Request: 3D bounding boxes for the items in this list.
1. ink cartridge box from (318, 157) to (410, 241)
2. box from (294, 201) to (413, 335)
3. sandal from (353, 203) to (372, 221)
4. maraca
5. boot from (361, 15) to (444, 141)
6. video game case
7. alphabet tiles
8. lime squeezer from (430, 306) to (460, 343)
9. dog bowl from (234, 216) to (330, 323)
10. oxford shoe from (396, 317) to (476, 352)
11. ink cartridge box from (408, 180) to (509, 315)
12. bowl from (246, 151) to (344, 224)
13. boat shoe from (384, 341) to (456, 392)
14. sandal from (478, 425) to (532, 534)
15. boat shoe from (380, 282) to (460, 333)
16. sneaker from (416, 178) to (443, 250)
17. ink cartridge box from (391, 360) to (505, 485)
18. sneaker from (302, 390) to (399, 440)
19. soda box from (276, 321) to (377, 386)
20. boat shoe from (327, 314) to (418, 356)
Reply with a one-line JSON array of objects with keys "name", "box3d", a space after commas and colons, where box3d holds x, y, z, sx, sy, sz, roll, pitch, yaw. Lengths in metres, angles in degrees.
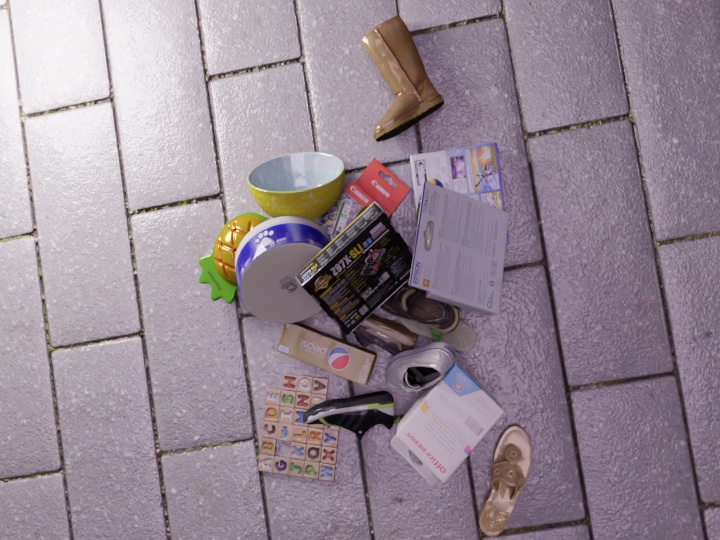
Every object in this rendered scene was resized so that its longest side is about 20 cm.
[{"name": "ink cartridge box", "box3d": [0.004, -0.120, 1.262, 0.108, 0.050, 0.202, 38, 93, 5]}, {"name": "box", "box3d": [0.000, 0.000, 1.139, 0.199, 0.049, 0.160, -42, 127, 0]}, {"name": "sandal", "box3d": [0.019, -0.031, 1.220, 0.076, 0.069, 0.218, 27, 114, 33]}, {"name": "maraca", "box3d": [-0.248, -0.025, 1.257, 0.199, 0.107, 0.138, -42, 78, 11]}, {"name": "boot", "box3d": [0.058, -0.388, 1.265, 0.172, 0.066, 0.204, -30, 86, -9]}, {"name": "video game case", "box3d": [0.197, -0.141, 1.247, 0.175, 0.045, 0.208, -7, 87, 7]}, {"name": "alphabet tiles", "box3d": [-0.123, 0.321, 1.279, 0.161, 0.008, 0.208, 6, 89, 6]}, {"name": "lime squeezer", "box3d": [0.177, 0.099, 1.183, 0.070, 0.038, 0.203, 35, 94, 12]}, {"name": "dog bowl", "box3d": [-0.141, 0.002, 1.186, 0.195, 0.202, 0.080, -25, 43, 3]}, {"name": "oxford shoe", "box3d": [0.143, 0.100, 1.238, 0.196, 0.058, 0.077, 29, 94, 12]}, {"name": "ink cartridge box", "box3d": [0.178, -0.039, 1.141, 0.194, 0.043, 0.203, 17, 73, -19]}, {"name": "bowl", "box3d": [-0.121, -0.147, 1.229, 0.193, 0.202, 0.111, -3, 121, 5]}, {"name": "boat shoe", "box3d": [0.100, 0.194, 1.175, 0.073, 0.200, 0.066, 42, 51, -4]}, {"name": "sandal", "box3d": [0.285, 0.415, 1.196, 0.075, 0.070, 0.218, 19, 90, 6]}, {"name": "boat shoe", "box3d": [0.097, 0.057, 1.178, 0.196, 0.065, 0.075, 16, 77, 35]}, {"name": "sneaker", "box3d": [0.156, -0.072, 1.201, 0.085, 0.075, 0.208, 2, 90, -11]}, {"name": "ink cartridge box", "box3d": [0.161, 0.292, 1.193, 0.128, 0.125, 0.201, 42, 93, 6]}, {"name": "sneaker", "box3d": [-0.018, 0.300, 1.233, 0.193, 0.072, 0.086, -10, 89, 1]}, {"name": "soda box", "box3d": [-0.066, 0.165, 1.249, 0.194, 0.068, 0.066, 21, 89, 6]}, {"name": "boat shoe", "box3d": [0.018, 0.122, 1.241, 0.194, 0.072, 0.067, 20, 101, 3]}]
